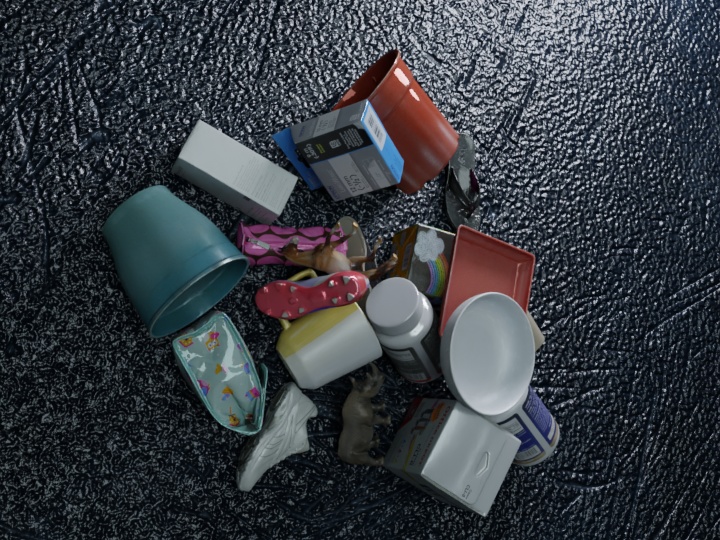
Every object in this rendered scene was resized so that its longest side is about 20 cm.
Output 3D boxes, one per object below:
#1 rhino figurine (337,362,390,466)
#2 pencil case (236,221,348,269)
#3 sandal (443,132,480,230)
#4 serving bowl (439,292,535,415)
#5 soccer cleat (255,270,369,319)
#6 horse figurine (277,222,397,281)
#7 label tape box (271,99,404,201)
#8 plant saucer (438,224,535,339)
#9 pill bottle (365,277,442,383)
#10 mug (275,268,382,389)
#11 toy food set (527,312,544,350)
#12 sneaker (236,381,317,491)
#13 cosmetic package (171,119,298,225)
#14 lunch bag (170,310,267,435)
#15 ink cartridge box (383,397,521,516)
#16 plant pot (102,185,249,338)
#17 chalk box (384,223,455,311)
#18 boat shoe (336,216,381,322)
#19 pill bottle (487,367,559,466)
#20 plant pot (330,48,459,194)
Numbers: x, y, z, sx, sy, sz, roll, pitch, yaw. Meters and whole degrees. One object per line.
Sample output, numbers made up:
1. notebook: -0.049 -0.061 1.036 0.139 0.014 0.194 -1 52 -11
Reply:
1. rhino figurine: 0.006 0.255 1.499 0.086 0.060 0.203 -1 110 -21
2. pencil case: -0.118 -0.043 1.492 0.197 0.094 0.092 -1 74 -12
3. sandal: 0.200 -0.170 1.653 0.074 0.048 0.204 -3 84 -19
4. serving bowl: 0.203 0.138 1.431 0.198 0.065 0.204 1 88 -36
5. soccer cleat: -0.080 0.039 1.417 0.197 0.076 0.068 -11 91 23
6. horse figurine: -0.025 -0.020 1.443 0.198 0.132 0.050 26 39 -35
7. label tape box: -0.044 -0.195 1.471 0.144 0.197 0.067 53 34 -36
8. plant saucer: 0.218 0.044 1.507 0.198 0.036 0.203 18 77 -34
9. pill bottle: 0.085 0.104 1.493 0.114 0.113 0.201 -53 144 -17
10. mug: -0.074 0.114 1.491 0.152 0.150 0.187 -33 64 -11
11. toy food set: 0.252 0.132 1.637 0.200 0.060 0.144 -41 109 -18
12. sneaker: -0.137 0.300 1.467 0.099 0.078 0.201 37 74 -15
13. cosmetic package: -0.220 -0.167 1.476 0.198 0.113 0.082 28 75 -12
14. lunch bag: -0.220 0.173 1.402 0.121 0.170 0.202 -32 94 -12
15. ink cartridge box: 0.156 0.322 1.498 0.144 0.200 0.147 33 74 -12
16. plant pot: -0.315 -0.027 1.392 0.199 0.200 0.189 -36 80 -19
17. chalk box: 0.159 0.006 1.579 0.197 0.124 0.127 17 78 -17
18. boat shoe: 0.000 0.000 1.570 0.062 0.072 0.203 -1 74 -62
19. pill bottle: 0.274 0.256 1.562 0.116 0.115 0.201 -48 120 -18
20. plant pot: 0.064 -0.258 1.552 0.195 0.200 0.202 42 72 -18
